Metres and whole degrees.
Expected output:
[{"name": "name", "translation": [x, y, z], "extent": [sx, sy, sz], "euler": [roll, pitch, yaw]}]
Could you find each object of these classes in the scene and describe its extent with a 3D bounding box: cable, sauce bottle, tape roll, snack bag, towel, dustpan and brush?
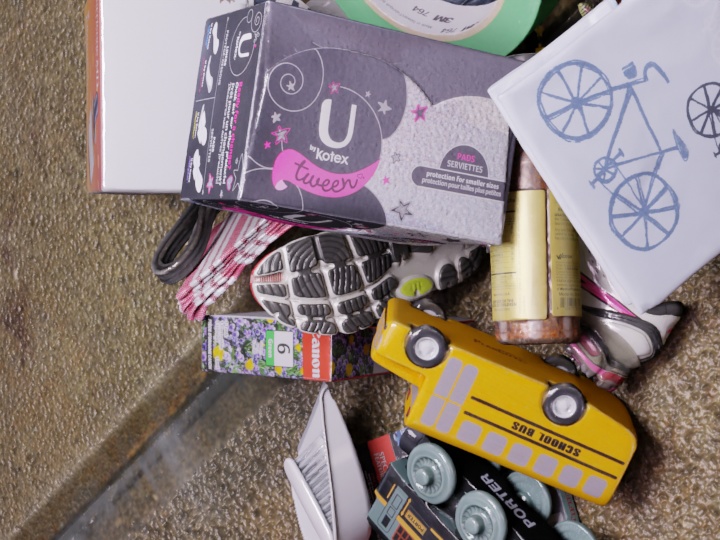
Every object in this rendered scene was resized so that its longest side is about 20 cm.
[{"name": "cable", "translation": [-0.124, -0.078, 1.245], "extent": [0.097, 0.051, 0.200], "euler": [17, 57, 44]}, {"name": "sauce bottle", "translation": [0.122, -0.049, 1.031], "extent": [0.066, 0.066, 0.202], "euler": [-3, 84, 36]}, {"name": "tape roll", "translation": [0.052, -0.240, 1.044], "extent": [0.199, 0.048, 0.202], "euler": [24, 138, 24]}, {"name": "snack bag", "translation": [0.209, -0.102, 0.963], "extent": [0.199, 0.021, 0.189], "euler": [-38, 108, -1]}, {"name": "towel", "translation": [-0.066, -0.052, 1.203], "extent": [0.200, 0.147, 0.030], "euler": [-40, 105, 23]}, {"name": "dustpan and brush", "translation": [-0.022, 0.208, 1.172], "extent": [0.201, 0.057, 0.140], "euler": [62, 155, 24]}]

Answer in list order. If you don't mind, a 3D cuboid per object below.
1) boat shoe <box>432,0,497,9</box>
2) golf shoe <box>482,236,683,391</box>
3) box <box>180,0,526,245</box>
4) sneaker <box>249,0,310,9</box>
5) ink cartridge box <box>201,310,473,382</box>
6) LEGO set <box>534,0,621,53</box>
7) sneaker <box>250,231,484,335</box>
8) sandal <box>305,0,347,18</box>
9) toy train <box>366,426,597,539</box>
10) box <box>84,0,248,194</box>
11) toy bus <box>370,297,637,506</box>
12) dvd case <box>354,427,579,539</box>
[{"name": "boat shoe", "translation": [0.109, -0.235, 1.096], "extent": [0.091, 0.071, 0.200], "euler": [49, 140, -13]}, {"name": "golf shoe", "translation": [0.153, -0.013, 1.089], "extent": [0.092, 0.073, 0.200], "euler": [-43, 74, 14]}, {"name": "box", "translation": [-0.004, -0.092, 0.995], "extent": [0.114, 0.198, 0.134], "euler": [4, 85, 64]}, {"name": "sneaker", "translation": [-0.074, -0.144, 1.149], "extent": [0.198, 0.080, 0.130], "euler": [30, 77, 35]}, {"name": "ink cartridge box", "translation": [-0.020, 0.060, 1.184], "extent": [0.198, 0.109, 0.051], "euler": [2, 93, 35]}, {"name": "LEGO set", "translation": [0.185, -0.168, 1.031], "extent": [0.153, 0.115, 0.202], "euler": [26, 105, 33]}, {"name": "sneaker", "translation": [0.000, 0.000, 1.127], "extent": [0.085, 0.198, 0.078], "euler": [4, 104, 59]}, {"name": "sandal", "translation": [-0.045, -0.151, 1.221], "extent": [0.082, 0.050, 0.204], "euler": [20, 73, 35]}, {"name": "toy train", "translation": [0.092, 0.203, 1.101], "extent": [0.200, 0.085, 0.115], "euler": [44, 125, 25]}, {"name": "box", "translation": [-0.149, -0.133, 1.104], "extent": [0.200, 0.105, 0.154], "euler": [-170, 80, -77]}, {"name": "toy bus", "translation": [0.099, 0.091, 1.062], "extent": [0.198, 0.065, 0.079], "euler": [23, 107, -5]}, {"name": "dvd case", "translation": [0.076, 0.187, 1.169], "extent": [0.199, 0.022, 0.147], "euler": [-25, 76, 34]}]
